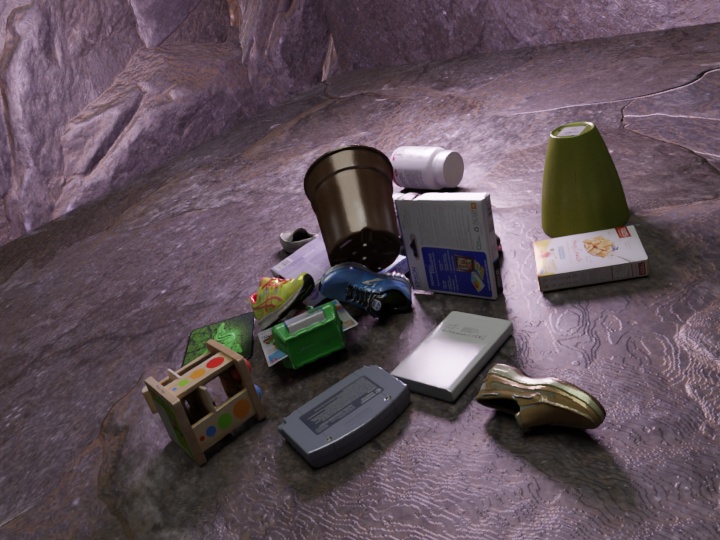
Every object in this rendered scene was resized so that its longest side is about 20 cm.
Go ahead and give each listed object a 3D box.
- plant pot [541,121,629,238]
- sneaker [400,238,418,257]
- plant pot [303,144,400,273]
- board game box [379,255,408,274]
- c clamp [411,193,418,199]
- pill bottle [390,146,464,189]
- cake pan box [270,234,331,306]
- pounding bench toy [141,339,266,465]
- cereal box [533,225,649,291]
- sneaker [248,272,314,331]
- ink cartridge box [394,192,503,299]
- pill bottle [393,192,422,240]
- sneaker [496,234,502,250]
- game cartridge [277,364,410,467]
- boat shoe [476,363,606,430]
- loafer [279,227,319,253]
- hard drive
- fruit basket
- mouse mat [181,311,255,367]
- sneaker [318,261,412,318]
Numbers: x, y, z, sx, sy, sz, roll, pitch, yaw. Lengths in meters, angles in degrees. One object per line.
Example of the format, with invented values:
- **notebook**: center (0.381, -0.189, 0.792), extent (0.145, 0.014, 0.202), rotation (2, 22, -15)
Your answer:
- **plant pot**: center (0.459, -0.199, 1.449), extent (0.182, 0.205, 0.188), rotation (-14, 25, 7)
- **sneaker**: center (0.135, -0.049, 1.492), extent (0.075, 0.090, 0.197), rotation (-35, 29, -33)
- **plant pot**: center (-0.008, -0.112, 1.407), extent (0.195, 0.202, 0.202), rotation (-15, 55, 4)
- **board game box**: center (0.000, 0.000, 1.532), extent (0.133, 0.035, 0.198), rotation (-37, 30, -22)
- **c clamp**: center (0.016, -0.127, 1.593), extent (0.197, 0.028, 0.171), rotation (9, 44, 41)
- **pill bottle**: center (0.183, -0.283, 1.906), extent (0.112, 0.116, 0.197), rotation (-34, 30, -33)
- **cake pan box**: center (-0.086, -0.010, 1.525), extent (0.198, 0.053, 0.183), rotation (-35, 28, -20)
- **pounding bench toy**: center (-0.279, 0.208, 1.202), extent (0.154, 0.127, 0.198), rotation (-32, 29, -30)
- **cereal box**: center (0.431, -0.025, 1.306), extent (0.194, 0.040, 0.145), rotation (-11, 26, 15)
- **sneaker**: center (-0.170, 0.047, 1.403), extent (0.199, 0.091, 0.078), rotation (-37, -4, 40)
- **ink cartridge box**: center (0.173, -0.050, 1.340), extent (0.196, 0.203, 0.047), rotation (8, 31, 41)
- **pill bottle**: center (0.138, -0.120, 1.609), extent (0.108, 0.112, 0.199), rotation (-27, 27, -22)
- **sneaker**: center (0.246, -0.077, 1.439), extent (0.077, 0.098, 0.199), rotation (-9, 7, 21)
- **game cartridge**: center (-0.022, 0.229, 1.099), extent (0.197, 0.042, 0.132), rotation (-29, 32, -23)
- **boat shoe**: center (0.247, 0.194, 0.970), extent (0.076, 0.072, 0.198), rotation (-46, 27, -23)
- **loafer**: center (-0.151, -0.079, 1.765), extent (0.069, 0.071, 0.198), rotation (-31, 28, -28)
- **hard drive**: center (0.156, 0.140, 1.171), extent (0.130, 0.027, 0.199), rotation (7, 35, 42)
- **fruit basket**: center (-0.108, 0.109, 1.333), extent (0.181, 0.096, 0.200), rotation (-22, 22, -8)
- **mouse mat**: center (-0.300, 0.154, 1.468), extent (0.157, 0.008, 0.201), rotation (-17, 26, 2)
- **sneaker**: center (0.014, 0.041, 1.349), extent (0.194, 0.080, 0.090), rotation (6, 29, -15)
